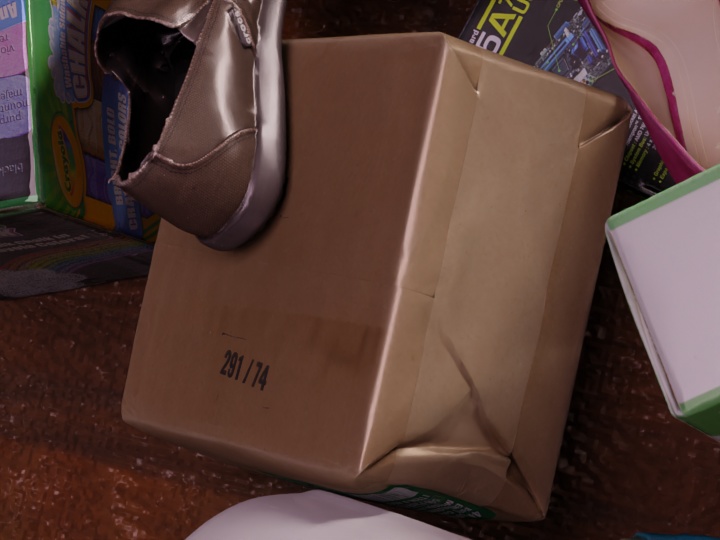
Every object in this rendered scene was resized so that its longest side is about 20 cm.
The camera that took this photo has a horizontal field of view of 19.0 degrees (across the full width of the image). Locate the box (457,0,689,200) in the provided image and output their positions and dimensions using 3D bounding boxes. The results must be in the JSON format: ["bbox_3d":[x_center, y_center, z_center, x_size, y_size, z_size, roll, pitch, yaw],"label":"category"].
[{"bbox_3d":[0.160,-0.125,0.953,0.193,0.048,0.200,28,92,28],"label":"box"}]

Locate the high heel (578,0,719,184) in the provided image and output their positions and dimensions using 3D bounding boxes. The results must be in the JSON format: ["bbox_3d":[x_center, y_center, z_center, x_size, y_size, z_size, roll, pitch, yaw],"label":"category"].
[{"bbox_3d":[0.120,-0.106,0.888,0.067,0.096,0.200,-26,72,18],"label":"high heel"}]

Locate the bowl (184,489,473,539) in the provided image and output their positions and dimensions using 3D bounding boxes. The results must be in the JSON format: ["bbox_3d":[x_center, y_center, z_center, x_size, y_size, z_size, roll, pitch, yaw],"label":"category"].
[{"bbox_3d":[0.034,0.159,0.849,0.200,0.200,0.075,11,64,49],"label":"bowl"}]

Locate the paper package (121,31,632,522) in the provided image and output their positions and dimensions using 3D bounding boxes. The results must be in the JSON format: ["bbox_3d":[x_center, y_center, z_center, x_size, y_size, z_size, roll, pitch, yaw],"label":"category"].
[{"bbox_3d":[0.000,0.000,0.922,0.200,0.103,0.191,5,81,54],"label":"paper package"}]

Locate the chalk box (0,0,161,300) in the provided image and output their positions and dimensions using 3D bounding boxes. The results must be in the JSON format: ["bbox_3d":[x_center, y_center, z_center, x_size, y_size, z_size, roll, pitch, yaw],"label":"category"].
[{"bbox_3d":[-0.175,-0.069,0.997,0.124,0.200,0.124,-9,76,21],"label":"chalk box"}]

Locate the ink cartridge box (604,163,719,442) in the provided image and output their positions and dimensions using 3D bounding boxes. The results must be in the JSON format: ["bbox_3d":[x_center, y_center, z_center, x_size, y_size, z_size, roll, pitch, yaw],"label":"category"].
[{"bbox_3d":[0.198,0.010,0.825,0.146,0.200,0.084,-26,68,16],"label":"ink cartridge box"}]

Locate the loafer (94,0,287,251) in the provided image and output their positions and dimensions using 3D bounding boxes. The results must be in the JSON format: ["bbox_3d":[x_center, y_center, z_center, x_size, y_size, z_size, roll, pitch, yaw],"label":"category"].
[{"bbox_3d":[-0.073,-0.109,0.913,0.073,0.071,0.200,-35,51,42],"label":"loafer"}]

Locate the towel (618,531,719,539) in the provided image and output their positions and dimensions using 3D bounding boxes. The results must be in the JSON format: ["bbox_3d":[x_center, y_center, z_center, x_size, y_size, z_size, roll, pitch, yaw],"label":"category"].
[{"bbox_3d":[0.178,0.177,0.782,0.200,0.022,0.147,9,82,-17],"label":"towel"}]
